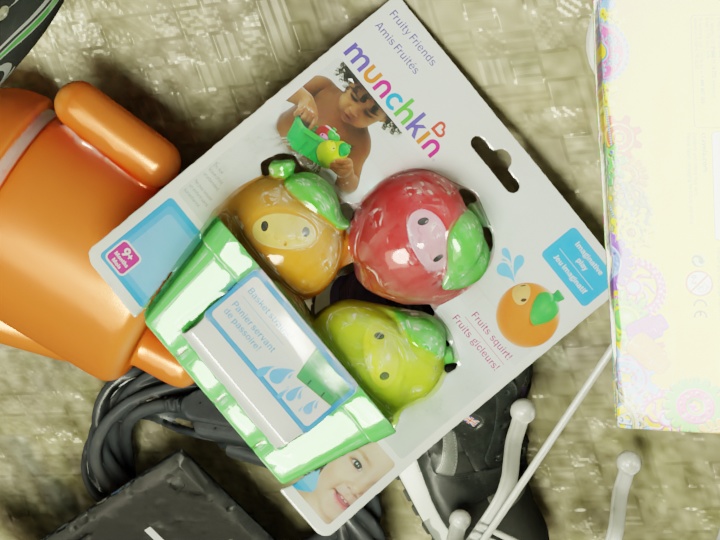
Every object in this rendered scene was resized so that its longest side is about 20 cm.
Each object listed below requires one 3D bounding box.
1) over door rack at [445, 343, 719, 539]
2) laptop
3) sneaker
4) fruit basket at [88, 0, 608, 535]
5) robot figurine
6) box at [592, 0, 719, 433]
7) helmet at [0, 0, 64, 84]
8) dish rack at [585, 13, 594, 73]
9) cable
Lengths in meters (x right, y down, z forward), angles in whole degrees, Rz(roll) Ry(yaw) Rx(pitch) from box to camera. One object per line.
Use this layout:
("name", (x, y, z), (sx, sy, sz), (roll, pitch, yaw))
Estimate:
("over door rack", (0.155, 0.096, 1.079), (0.148, 0.067, 0.200), (26, 119, -17))
("laptop", (-0.118, 0.186, 1.281), (0.200, 0.103, 0.177), (-34, 114, 22))
("sneaker", (0.060, 0.078, 1.122), (0.088, 0.076, 0.200), (-23, 112, 29))
("fruit basket", (0.000, 0.000, 1.033), (0.200, 0.094, 0.185), (-39, 96, 4))
("robot figurine", (-0.156, -0.018, 1.119), (0.200, 0.117, 0.144), (32, 160, 0))
("box", (0.168, -0.066, 0.814), (0.122, 0.193, 0.200), (1, 112, 17))
("helmet", (-0.217, -0.175, 0.987), (0.200, 0.191, 0.200), (21, 165, 6))
("dish rack", (0.191, -0.128, 0.932), (0.171, 0.044, 0.200), (20, 128, 11))
("cable", (-0.073, 0.126, 1.237), (0.200, 0.051, 0.163), (5, 133, 26))
